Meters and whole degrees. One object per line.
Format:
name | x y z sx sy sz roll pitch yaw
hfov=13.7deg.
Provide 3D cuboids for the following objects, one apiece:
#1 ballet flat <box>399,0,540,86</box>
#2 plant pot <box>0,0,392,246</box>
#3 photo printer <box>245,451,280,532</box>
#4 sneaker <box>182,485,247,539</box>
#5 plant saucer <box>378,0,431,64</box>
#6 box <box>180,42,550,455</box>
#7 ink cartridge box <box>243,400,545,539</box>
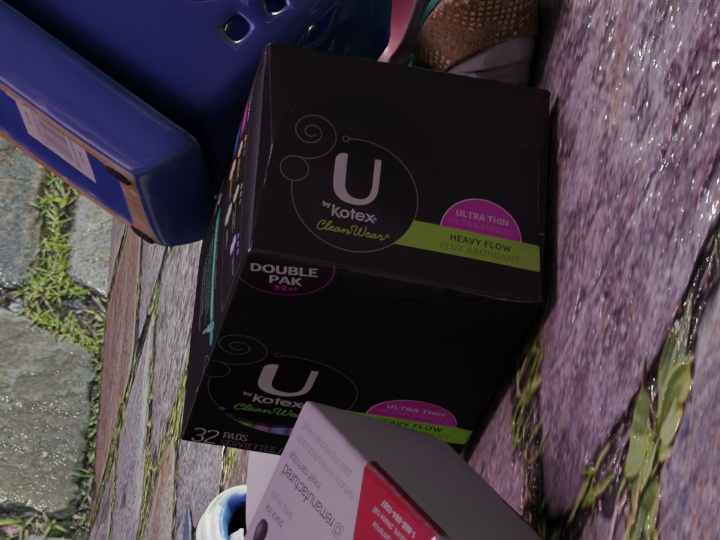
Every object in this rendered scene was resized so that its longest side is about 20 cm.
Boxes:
ballet flat | 0.059 -0.101 1.546 0.200 0.070 0.066 120 129 -72
plant pot | -0.112 -0.135 1.575 0.180 0.200 0.200 -52 -9 -11
photo printer | -0.022 0.085 1.796 0.200 0.069 0.167 124 153 -69
sneaker | -0.094 0.245 2.057 0.147 0.080 0.201 104 175 -55
plant saucer | 0.050 -0.205 1.675 0.200 0.051 0.202 -171 90 -80
box | 0.000 0.000 1.500 0.200 0.148 0.125 114 163 -57
ink cartridge box | -0.004 0.183 1.335 0.145 0.083 0.201 41 110 56
